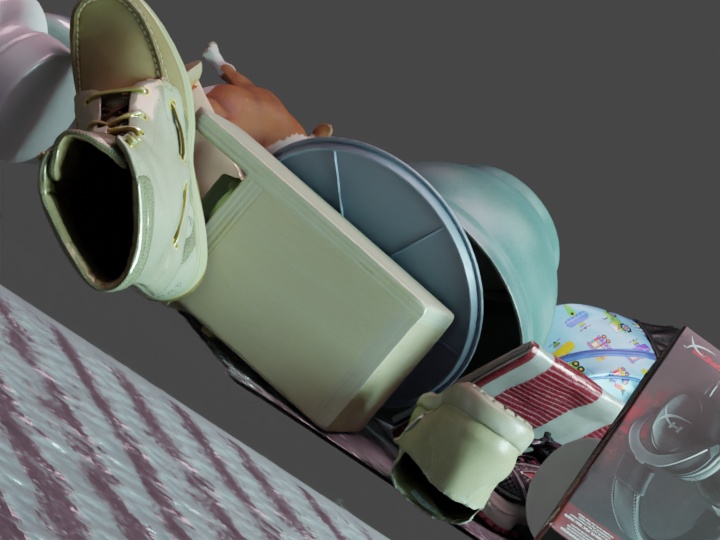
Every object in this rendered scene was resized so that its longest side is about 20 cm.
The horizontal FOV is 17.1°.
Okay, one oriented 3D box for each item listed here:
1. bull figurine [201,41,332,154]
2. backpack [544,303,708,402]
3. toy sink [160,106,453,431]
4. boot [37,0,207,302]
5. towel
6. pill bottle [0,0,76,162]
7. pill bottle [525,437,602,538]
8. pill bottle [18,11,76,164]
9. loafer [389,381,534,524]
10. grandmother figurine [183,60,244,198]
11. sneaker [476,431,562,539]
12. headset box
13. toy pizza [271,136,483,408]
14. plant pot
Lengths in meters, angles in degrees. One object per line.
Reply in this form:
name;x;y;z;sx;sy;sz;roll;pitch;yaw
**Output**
bull figurine;-0.105;-0.116;1.830;0.121;0.065;0.200;41;18;18
backpack;0.176;0.121;1.882;0.200;0.183;0.135;17;31;-37
toy sink;-0.055;0.005;1.556;0.200;0.112;0.130;41;3;9
boot;-0.149;-0.081;1.434;0.155;0.072;0.201;9;69;-79
towel;0.138;0.130;1.710;0.200;0.144;0.023;34;40;-31
pill bottle;-0.275;-0.157;1.558;0.200;0.111;0.111;37;3;24
pill bottle;0.200;0.186;1.618;0.200;0.112;0.112;34;3;-43
pill bottle;-0.235;-0.138;1.787;0.109;0.109;0.200;36;3;-6
loafer;0.051;0.117;1.457;0.076;0.068;0.200;38;-13;5
grandmother figurine;-0.100;-0.048;1.716;0.061;0.121;0.200;-46;117;-54
sneaker;0.109;0.141;1.659;0.200;0.075;0.081;33;3;-39
headset box;0.202;0.158;1.480;0.149;0.200;0.077;36;-34;5
toy pizza;0.000;0.000;1.648;0.200;0.200;0.032;37;38;14
plant pot;0.064;0.002;1.752;0.200;0.201;0.134;37;43;14
